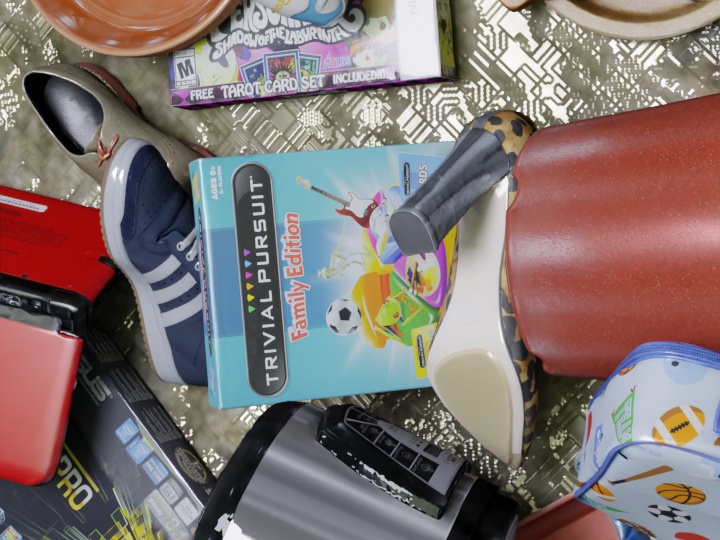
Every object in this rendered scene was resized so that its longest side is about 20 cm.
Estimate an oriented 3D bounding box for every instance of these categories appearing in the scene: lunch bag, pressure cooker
[{"bbox_3d":[0.219,0.107,0.794,0.198,0.161,0.076,17,66,1],"label":"lunch bag"},{"bbox_3d":[0.009,0.186,0.880,0.199,0.179,0.177,23,56,12],"label":"pressure cooker"}]

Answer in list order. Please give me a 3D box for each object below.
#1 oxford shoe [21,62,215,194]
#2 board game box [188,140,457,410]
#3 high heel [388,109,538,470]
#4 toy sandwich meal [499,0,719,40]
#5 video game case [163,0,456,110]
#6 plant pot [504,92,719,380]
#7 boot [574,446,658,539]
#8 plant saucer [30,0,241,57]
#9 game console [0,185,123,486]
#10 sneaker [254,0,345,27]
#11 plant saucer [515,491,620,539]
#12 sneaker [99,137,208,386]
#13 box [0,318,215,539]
[{"bbox_3d":[-0.156,-0.070,1.038,0.200,0.075,0.071,38,104,14],"label":"oxford shoe"},{"bbox_3d":[0.000,0.000,0.943,0.198,0.047,0.153,-5,91,-14],"label":"board game box"},{"bbox_3d":[0.094,0.009,0.920,0.071,0.143,0.201,2,125,38],"label":"high heel"},{"bbox_3d":[0.162,-0.235,0.911,0.203,0.070,0.207,1,93,21],"label":"toy sandwich meal"},{"bbox_3d":[-0.039,-0.207,1.007,0.198,0.036,0.183,-3,90,21],"label":"video game case"},{"bbox_3d":[0.197,-0.015,0.855,0.194,0.200,0.203,-3,92,29],"label":"plant pot"},{"bbox_3d":[0.211,0.167,0.893,0.095,0.074,0.200,-30,70,-24],"label":"boot"},{"bbox_3d":[-0.146,-0.243,1.012,0.199,0.032,0.202,0,91,23],"label":"plant saucer"},{"bbox_3d":[-0.268,0.032,1.056,0.198,0.173,0.120,14,125,11],"label":"game console"},{"bbox_3d":[-0.012,-0.251,0.942,0.080,0.076,0.201,25,88,-16],"label":"sneaker"},{"bbox_3d":[0.137,0.255,0.966,0.199,0.037,0.201,-32,82,19],"label":"plant saucer"},{"bbox_3d":[-0.096,0.003,0.982,0.108,0.070,0.201,10,135,23],"label":"sneaker"},{"bbox_3d":[-0.193,0.162,1.079,0.161,0.049,0.200,-41,78,15],"label":"box"}]
